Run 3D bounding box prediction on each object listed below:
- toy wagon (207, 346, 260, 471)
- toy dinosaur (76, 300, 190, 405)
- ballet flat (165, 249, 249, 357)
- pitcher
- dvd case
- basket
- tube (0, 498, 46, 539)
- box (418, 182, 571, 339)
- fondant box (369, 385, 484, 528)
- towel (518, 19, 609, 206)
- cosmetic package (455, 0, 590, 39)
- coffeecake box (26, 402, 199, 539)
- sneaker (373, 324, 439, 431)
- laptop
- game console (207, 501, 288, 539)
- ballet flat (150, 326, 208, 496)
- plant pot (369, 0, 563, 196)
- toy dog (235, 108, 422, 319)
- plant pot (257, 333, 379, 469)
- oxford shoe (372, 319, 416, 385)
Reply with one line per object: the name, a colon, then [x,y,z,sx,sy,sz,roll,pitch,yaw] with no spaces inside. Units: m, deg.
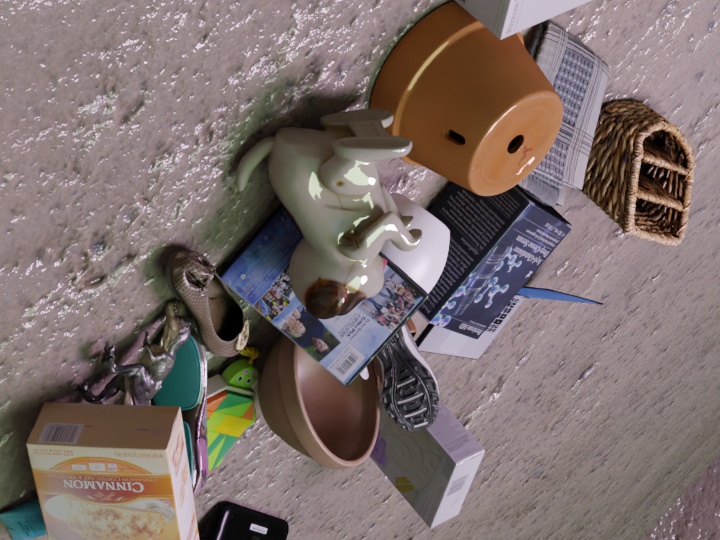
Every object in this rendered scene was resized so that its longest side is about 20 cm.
toy wagon: [-0.185,0.178,1.611,0.200,0.040,0.155,-50,150,10]
toy dinosaur: [-0.252,0.122,1.435,0.088,0.047,0.201,20,101,-35]
ballet flat: [-0.157,0.039,1.449,0.200,0.046,0.068,65,32,-55]
pitcher: [0.000,0.000,1.546,0.171,0.121,0.201,36,87,-32]
dvd case: [-0.040,0.017,1.484,0.200,0.018,0.143,41,95,-16]
basket: [0.398,-0.137,1.830,0.199,0.149,0.143,10,120,-54]
tube: [-0.315,0.267,1.533,0.198,0.051,0.078,-19,140,-7]
box: [0.150,-0.028,1.700,0.200,0.107,0.148,-50,150,12]
fondant box: [0.074,0.236,1.838,0.058,0.200,0.145,-19,142,-33]
towel: [0.241,-0.185,1.620,0.192,0.034,0.202,17,90,-57]
cosmetic package: [0.204,-0.338,1.409,0.199,0.085,0.108,-29,149,-28]
coffeecake box: [-0.264,0.245,1.437,0.152,0.073,0.202,1,123,6]
sneaker: [0.048,0.110,1.686,0.073,0.202,0.079,-21,-168,9]
laptop: [0.214,0.079,1.903,0.201,0.116,0.187,-54,148,15]
game console: [-0.212,0.418,1.896,0.200,0.115,0.178,37,67,-60]
ballet flat: [-0.200,0.159,1.504,0.071,0.068,0.202,-28,118,-78]
plant pot: [0.128,-0.178,1.458,0.199,0.140,0.201,-30,146,-23]
toy dog: [-0.027,-0.048,1.385,0.192,0.140,0.202,-10,114,-17]
plant pot: [-0.063,0.149,1.629,0.092,0.203,0.200,-14,162,27]
oxford shoe: [0.007,0.134,1.765,0.071,0.071,0.201,-2,132,-51]
